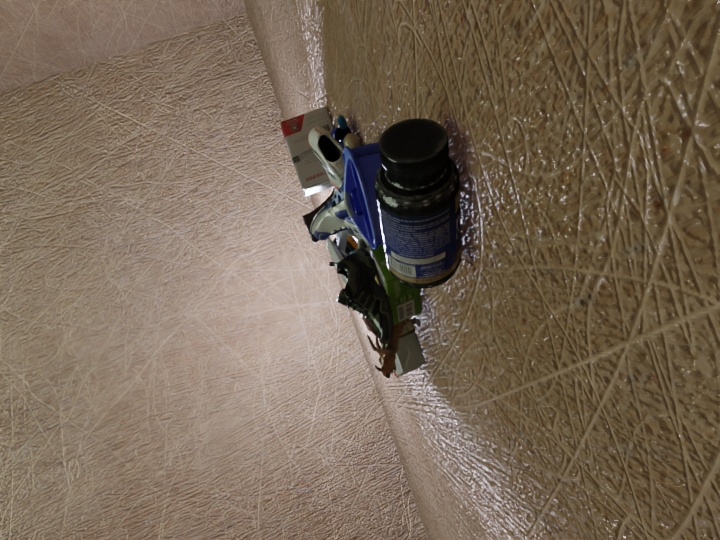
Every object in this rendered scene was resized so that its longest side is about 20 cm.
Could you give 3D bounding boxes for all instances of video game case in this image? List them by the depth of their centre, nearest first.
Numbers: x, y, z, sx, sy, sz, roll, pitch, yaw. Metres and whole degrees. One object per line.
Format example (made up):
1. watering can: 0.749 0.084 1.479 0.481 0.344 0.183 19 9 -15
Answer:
1. video game case: -0.048 -0.189 1.443 0.204 0.021 0.186 102 164 -45

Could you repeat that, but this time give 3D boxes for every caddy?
1. caddy: 0.018 -0.142 1.042 0.142 0.101 0.206 -119 12 -60

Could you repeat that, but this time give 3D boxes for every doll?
1. doll: -0.035 -0.299 1.297 0.200 0.047 0.141 -149 37 -73

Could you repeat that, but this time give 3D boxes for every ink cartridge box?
1. ink cartridge box: 0.060 -0.011 1.192 0.150 0.073 0.203 79 169 -49
2. ink cartridge box: 0.108 0.207 1.427 0.201 0.065 0.120 98 153 -76
3. ink cartridge box: -0.129 -0.336 1.554 0.083 0.142 0.207 115 136 -82

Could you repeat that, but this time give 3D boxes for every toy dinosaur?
1. toy dinosaur: 0.044 0.126 1.252 0.201 0.133 0.087 49 145 23

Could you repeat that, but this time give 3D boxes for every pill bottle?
1. pill bottle: 0.075 -0.083 0.709 0.204 0.108 0.114 78 170 -46

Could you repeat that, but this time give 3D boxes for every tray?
1. tray: -0.041 0.002 1.401 0.108 0.022 0.202 57 -177 -44

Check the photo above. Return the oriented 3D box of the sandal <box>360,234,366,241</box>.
1. sandal: 0.016 -0.148 1.261 0.048 0.083 0.207 6 132 34

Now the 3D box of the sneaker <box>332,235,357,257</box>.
1. sneaker: -0.012 -0.026 1.580 0.201 0.077 0.078 49 -179 -13

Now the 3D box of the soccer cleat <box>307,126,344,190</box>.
1. soccer cleat: -0.049 -0.237 1.245 0.202 0.068 0.085 54 175 -25

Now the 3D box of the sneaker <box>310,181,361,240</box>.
1. sneaker: -0.025 -0.114 1.204 0.116 0.080 0.200 49 130 6

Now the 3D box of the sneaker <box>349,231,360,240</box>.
1. sneaker: 0.002 -0.103 1.451 0.200 0.068 0.083 146 102 -83

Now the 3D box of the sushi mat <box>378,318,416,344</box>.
1. sushi mat: 0.063 0.095 1.373 0.012 0.093 0.203 75 172 -45

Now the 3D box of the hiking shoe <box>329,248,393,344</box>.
1. hiking shoe: 0.003 0.063 1.126 0.076 0.097 0.206 92 158 -72

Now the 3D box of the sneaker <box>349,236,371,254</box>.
1. sneaker: 0.000 0.000 1.287 0.087 0.074 0.204 44 -143 -29

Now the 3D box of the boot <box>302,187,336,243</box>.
1. boot: -0.099 -0.193 1.617 0.073 0.161 0.205 84 165 -65
